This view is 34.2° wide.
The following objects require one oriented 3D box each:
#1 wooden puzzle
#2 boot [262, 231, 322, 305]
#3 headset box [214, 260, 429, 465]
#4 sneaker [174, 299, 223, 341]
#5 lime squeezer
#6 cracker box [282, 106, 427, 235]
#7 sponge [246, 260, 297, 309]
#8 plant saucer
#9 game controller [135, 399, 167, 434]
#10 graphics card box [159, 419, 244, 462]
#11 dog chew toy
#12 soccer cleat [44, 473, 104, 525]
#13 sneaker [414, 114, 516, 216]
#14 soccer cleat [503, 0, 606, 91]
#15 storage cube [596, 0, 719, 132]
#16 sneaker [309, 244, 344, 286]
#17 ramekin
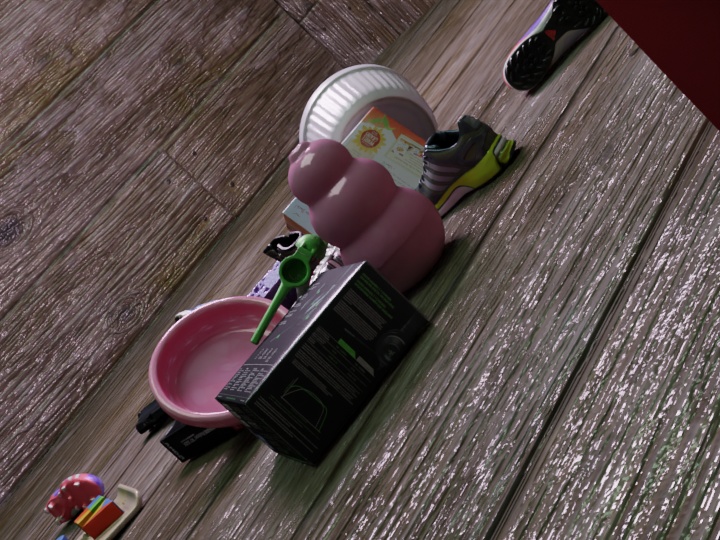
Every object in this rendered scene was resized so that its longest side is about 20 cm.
[{"bbox_3d":[-0.402,0.389,1.689,0.200,0.046,0.185,-51,11,-18],"label":"wooden puzzle"},{"bbox_3d":[-0.076,0.005,1.542,0.068,0.131,0.200,-51,11,-22],"label":"boot"},{"bbox_3d":[-0.040,0.087,1.206,0.200,0.093,0.174,-50,10,-15],"label":"headset box"},{"bbox_3d":[-0.206,0.096,1.627,0.089,0.079,0.200,-28,-13,-20],"label":"sneaker"},{"bbox_3d":[-0.074,0.000,1.324,0.071,0.038,0.200,-46,8,40],"label":"lime squeezer"},{"bbox_3d":[0.010,-0.102,1.560,0.200,0.134,0.058,-50,-17,-16],"label":"cracker box"},{"bbox_3d":[-0.083,0.012,1.643,0.200,0.030,0.112,-49,-34,-8],"label":"sponge"},{"bbox_3d":[-0.163,0.120,1.460,0.199,0.051,0.202,-8,43,8],"label":"plant saucer"},{"bbox_3d":[-0.318,0.220,2.014,0.104,0.042,0.200,-38,2,-42],"label":"game controller"},{"bbox_3d":[-0.183,0.177,1.572,0.200,0.051,0.126,-34,17,50],"label":"graphics card box"},{"bbox_3d":[0.000,-0.067,1.313,0.125,0.200,0.125,-45,10,10],"label":"dog chew toy"},{"bbox_3d":[-0.480,0.377,2.007,0.200,0.067,0.077,-40,8,48],"label":"soccer cleat"},{"bbox_3d":[0.102,-0.126,1.439,0.200,0.081,0.074,-38,14,43],"label":"sneaker"},{"bbox_3d":[0.263,-0.324,1.564,0.200,0.068,0.073,-49,6,7],"label":"soccer cleat"},{"bbox_3d":[0.291,-0.236,0.823,0.200,0.180,0.171,-53,12,-31],"label":"storage cube"},{"bbox_3d":[0.000,0.000,1.408,0.087,0.074,0.201,-21,33,30],"label":"sneaker"},{"bbox_3d":[0.020,-0.189,1.695,0.200,0.200,0.105,-47,32,1],"label":"ramekin"}]
